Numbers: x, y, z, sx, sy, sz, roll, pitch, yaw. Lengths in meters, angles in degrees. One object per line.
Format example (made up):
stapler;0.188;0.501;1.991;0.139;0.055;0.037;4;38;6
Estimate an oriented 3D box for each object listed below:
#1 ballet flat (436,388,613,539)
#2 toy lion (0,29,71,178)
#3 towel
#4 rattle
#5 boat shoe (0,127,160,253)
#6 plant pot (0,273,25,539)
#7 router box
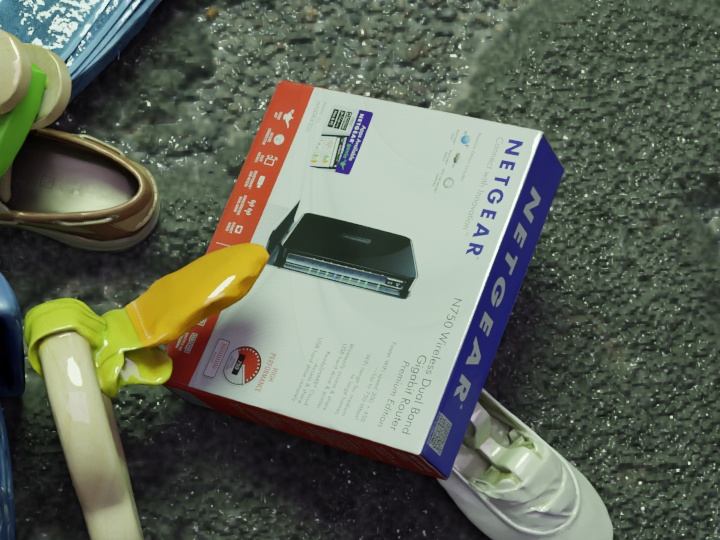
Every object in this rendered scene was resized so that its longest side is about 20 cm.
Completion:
ballet flat;0.073;0.105;1.057;0.200;0.069;0.069;43;75;2
toy lion;-0.290;-0.091;1.000;0.200;0.069;0.192;38;97;16
towel;-0.167;-0.191;1.078;0.112;0.049;0.200;33;69;11
rattle;-0.105;0.102;0.995;0.143;0.130;0.201;-17;90;-23
boat shoe;-0.215;-0.061;1.043;0.199;0.072;0.076;6;76;-8
plant pot;-0.274;0.089;0.940;0.199;0.200;0.180;9;71;-6
router box;0.000;0.000;1.031;0.179;0.049;0.200;13;73;28
